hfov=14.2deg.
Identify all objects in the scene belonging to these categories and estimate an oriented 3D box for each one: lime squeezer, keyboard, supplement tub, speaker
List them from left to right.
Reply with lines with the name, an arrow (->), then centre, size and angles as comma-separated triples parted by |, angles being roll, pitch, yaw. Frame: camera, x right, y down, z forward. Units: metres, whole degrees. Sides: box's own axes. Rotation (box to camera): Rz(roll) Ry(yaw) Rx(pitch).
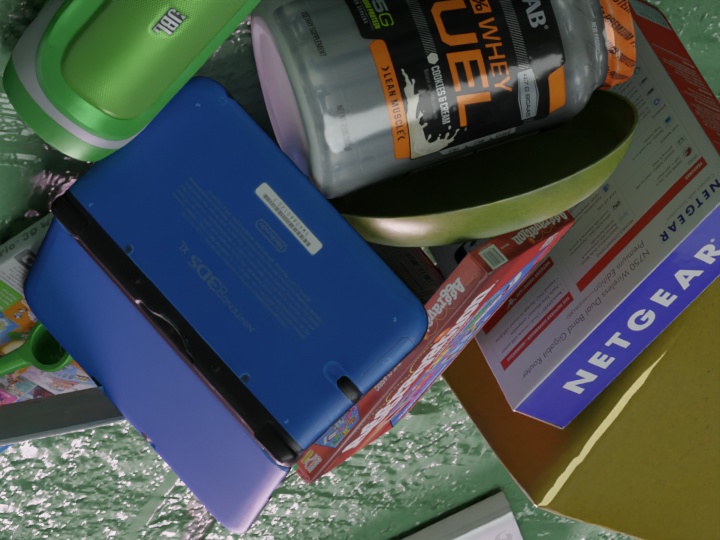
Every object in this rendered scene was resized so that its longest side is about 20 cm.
keyboard -> -0.230, 0.098, 1.738 | 0.199, 0.056, 0.011 | -12, 111, 12
lime squeezer -> -0.167, 0.042, 1.736 | 0.199, 0.038, 0.071 | -14, 172, -10
speaker -> -0.105, -0.152, 1.551 | 0.088, 0.089, 0.200 | 22, 121, -43
supplement tub -> 0.047, -0.124, 1.637 | 0.199, 0.123, 0.123 | -19, 141, -11

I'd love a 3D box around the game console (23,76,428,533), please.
game console -> -0.080, 0.021, 1.640 | 0.171, 0.200, 0.118 | -43, 172, -2

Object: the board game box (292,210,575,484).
board game box -> 0.041, 0.043, 1.681 | 0.103, 0.019, 0.200 | -29, 162, -51

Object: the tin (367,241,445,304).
tin -> 0.000, 0.000, 1.721 | 0.042, 0.112, 0.200 | -46, 170, 14

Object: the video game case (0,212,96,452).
video game case -> -0.189, 0.031, 1.746 | 0.200, 0.018, 0.143 | -32, 140, 14

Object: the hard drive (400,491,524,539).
hard drive -> 0.032, 0.246, 2.117 | 0.199, 0.027, 0.132 | -26, 142, -2

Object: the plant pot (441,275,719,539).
plant pot -> 0.187, 0.036, 1.849 | 0.194, 0.196, 0.200 | 20, 116, -42

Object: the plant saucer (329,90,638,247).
plant saucer -> 0.066, -0.057, 1.669 | 0.199, 0.200, 0.031 | -18, 111, -11

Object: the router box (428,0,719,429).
router box -> 0.137, -0.037, 1.739 | 0.049, 0.180, 0.200 | 21, 122, -42
